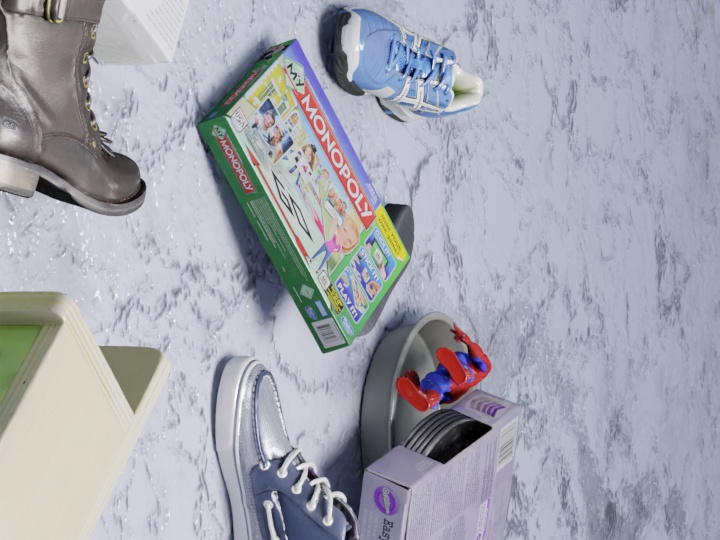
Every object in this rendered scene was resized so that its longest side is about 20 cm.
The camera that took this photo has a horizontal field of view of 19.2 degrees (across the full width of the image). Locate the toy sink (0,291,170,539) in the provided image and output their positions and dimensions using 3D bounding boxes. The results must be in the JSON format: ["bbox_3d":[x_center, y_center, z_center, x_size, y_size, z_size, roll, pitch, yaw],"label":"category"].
[{"bbox_3d":[-0.208,0.082,1.162,0.200,0.130,0.112,-66,146,-41],"label":"toy sink"}]

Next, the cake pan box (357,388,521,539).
[{"bbox_3d":[0.061,0.215,1.766,0.184,0.052,0.200,-33,136,-51],"label":"cake pan box"}]

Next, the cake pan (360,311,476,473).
[{"bbox_3d":[0.051,0.136,1.852,0.200,0.037,0.201,0,90,-66],"label":"cake pan"}]

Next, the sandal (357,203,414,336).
[{"bbox_3d":[0.000,0.001,1.746,0.200,0.043,0.076,-47,140,-67],"label":"sandal"}]

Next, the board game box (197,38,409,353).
[{"bbox_3d":[-0.039,-0.057,1.598,0.200,0.029,0.135,62,34,-19],"label":"board game box"}]

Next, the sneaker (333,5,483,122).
[{"bbox_3d":[0.038,-0.174,1.774,0.200,0.077,0.076,17,76,-63],"label":"sneaker"}]

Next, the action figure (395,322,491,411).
[{"bbox_3d":[0.073,0.084,1.774,0.052,0.065,0.200,49,7,9],"label":"action figure"}]

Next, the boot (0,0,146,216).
[{"bbox_3d":[-0.170,-0.128,1.268,0.200,0.069,0.174,10,97,-64],"label":"boot"}]

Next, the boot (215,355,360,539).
[{"bbox_3d":[-0.047,0.160,1.568,0.073,0.090,0.200,-36,122,-61],"label":"boot"}]

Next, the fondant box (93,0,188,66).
[{"bbox_3d":[-0.151,-0.254,1.376,0.144,0.058,0.200,54,42,-53],"label":"fondant box"}]
